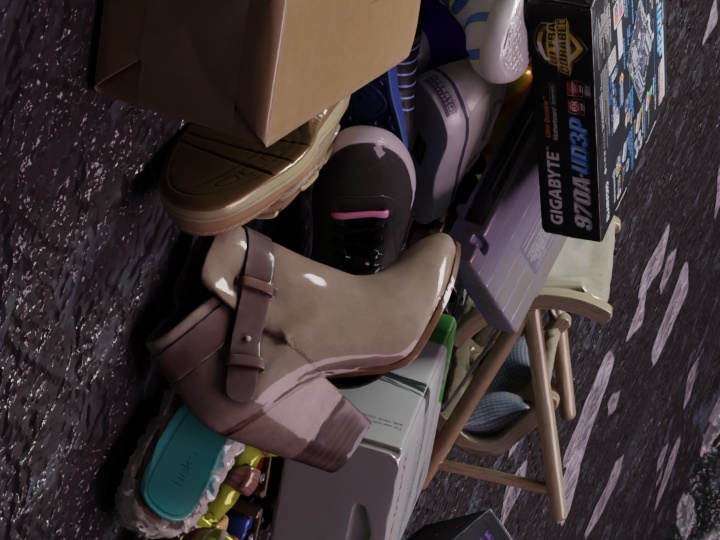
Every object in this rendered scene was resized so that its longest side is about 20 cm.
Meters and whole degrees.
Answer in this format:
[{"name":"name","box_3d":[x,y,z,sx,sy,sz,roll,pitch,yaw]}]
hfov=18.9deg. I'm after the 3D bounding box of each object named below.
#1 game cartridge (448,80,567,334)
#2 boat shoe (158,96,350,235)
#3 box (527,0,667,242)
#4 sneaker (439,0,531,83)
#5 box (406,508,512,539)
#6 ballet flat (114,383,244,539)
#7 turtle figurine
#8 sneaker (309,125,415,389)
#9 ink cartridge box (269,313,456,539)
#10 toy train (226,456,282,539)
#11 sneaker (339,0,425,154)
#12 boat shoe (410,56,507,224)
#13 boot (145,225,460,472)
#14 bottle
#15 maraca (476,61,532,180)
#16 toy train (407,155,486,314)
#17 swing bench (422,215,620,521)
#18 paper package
[{"name":"game cartridge","box_3d":[0.127,-0.067,1.537,0.201,0.038,0.130,-61,155,-15]},{"name":"boat shoe","box_3d":[-0.056,-0.060,1.262,0.200,0.071,0.065,-46,150,-54]},{"name":"box","box_3d":[0.159,-0.145,1.430,0.201,0.046,0.160,81,28,-44]},{"name":"sneaker","box_3d":[0.063,-0.186,1.393,0.201,0.104,0.076,-75,164,-52]},{"name":"box","box_3d":[0.035,0.287,1.670,0.199,0.107,0.122,-36,-175,-27]},{"name":"ballet flat","box_3d":[-0.095,0.081,1.332,0.201,0.071,0.072,-57,158,-31]},{"name":"turtle figurine","box_3d":[-0.104,0.167,1.370,0.162,0.064,0.200,-60,179,-24]},{"name":"sneaker","box_3d":[0.000,0.000,1.395,0.201,0.070,0.100,99,-10,-51]},{"name":"ink cartridge box","box_3d":[0.001,0.130,1.552,0.200,0.082,0.148,-62,164,-62]},{"name":"toy train","box_3d":[-0.073,0.127,1.464,0.046,0.034,0.202,-32,138,-57]},{"name":"sneaker","box_3d":[0.011,-0.131,1.388,0.201,0.070,0.078,90,23,-51]},{"name":"boat shoe","box_3d":[0.062,-0.094,1.494,0.069,0.071,0.200,-28,164,-15]},{"name":"boot","box_3d":[-0.035,0.018,1.304,0.070,0.146,0.201,-26,-151,55]},{"name":"bottle","box_3d":[0.074,-0.189,1.495,0.200,0.065,0.084,-40,113,-44]},{"name":"maraca","box_3d":[0.123,-0.118,1.641,0.136,0.107,0.201,-24,129,-12]},{"name":"toy train","box_3d":[0.058,-0.022,1.642,0.034,0.045,0.201,-61,167,-46]},{"name":"swing bench","box_3d":[0.132,0.063,1.789,0.199,0.128,0.202,-68,169,-67]},{"name":"paper package","box_3d":[-0.040,-0.185,1.130,0.200,0.103,0.192,-38,143,-57]}]
